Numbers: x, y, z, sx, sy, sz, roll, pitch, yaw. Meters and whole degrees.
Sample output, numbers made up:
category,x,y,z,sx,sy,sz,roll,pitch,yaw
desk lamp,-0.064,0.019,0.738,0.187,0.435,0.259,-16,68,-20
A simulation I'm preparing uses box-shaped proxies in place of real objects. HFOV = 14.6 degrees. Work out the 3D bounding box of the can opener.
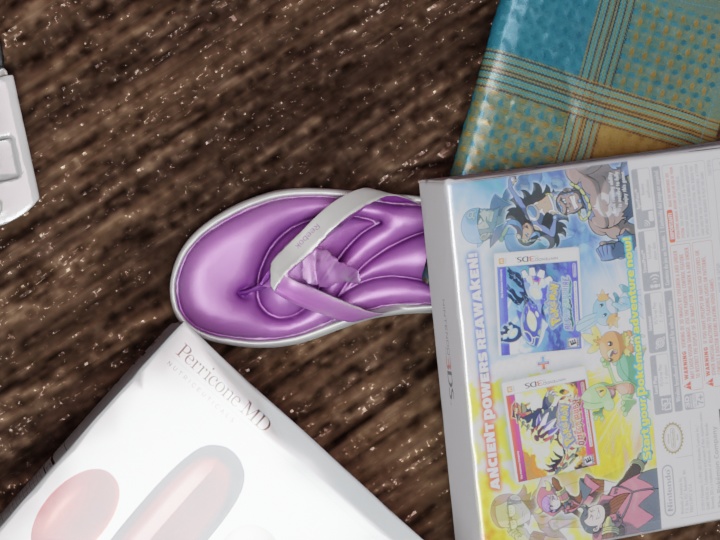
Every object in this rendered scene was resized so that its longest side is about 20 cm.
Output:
category,x,y,z,sx,sy,sz,roll,pitch,yaw
can opener,-0.211,-0.118,1.468,0.052,0.066,0.201,-12,84,-5

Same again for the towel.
category,x,y,z,sx,sy,sz,roll,pitch,yaw
towel,0.121,-0.069,1.502,0.146,0.022,0.201,18,86,-21

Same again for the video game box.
category,x,y,z,sx,sy,sz,roll,pitch,yaw
video game box,0.129,0.041,1.475,0.181,0.047,0.201,-8,95,-22

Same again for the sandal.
category,x,y,z,sx,sy,sz,roll,pitch,yaw
sandal,-0.001,-0.008,1.489,0.202,0.050,0.083,-8,89,-8

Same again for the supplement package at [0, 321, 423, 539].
category,x,y,z,sx,sy,sz,roll,pitch,yaw
supplement package,-0.089,0.161,1.425,0.191,0.147,0.200,41,85,-3
